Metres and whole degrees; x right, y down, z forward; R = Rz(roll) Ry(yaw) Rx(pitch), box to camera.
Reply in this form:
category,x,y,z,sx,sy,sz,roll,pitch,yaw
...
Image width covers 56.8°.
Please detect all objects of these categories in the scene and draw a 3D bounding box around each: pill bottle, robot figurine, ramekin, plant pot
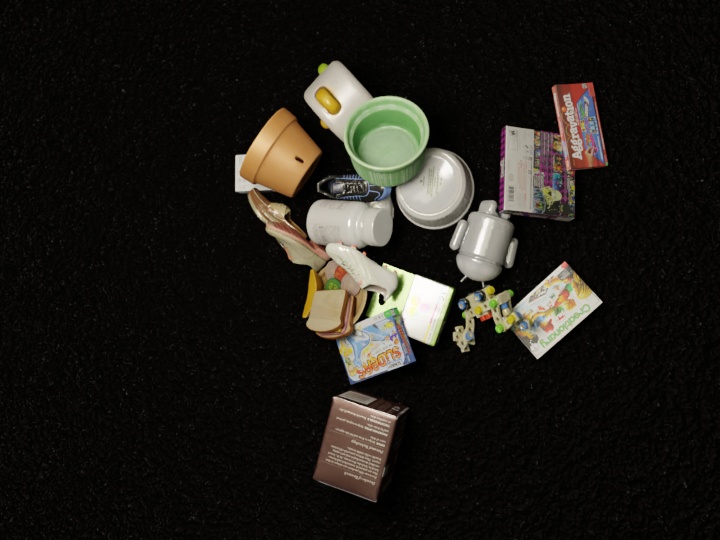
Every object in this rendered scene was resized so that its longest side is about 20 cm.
category,x,y,z,sx,sy,sz,roll,pitch,yaw
pill bottle,-0.025,-0.113,1.634,0.198,0.114,0.116,8,88,36
robot figurine,0.293,-0.062,1.573,0.167,0.113,0.203,16,91,-11
ramekin,0.062,-0.294,1.550,0.196,0.098,0.203,-3,65,6
plant pot,-0.187,-0.276,1.648,0.139,0.200,0.201,36,96,-2
ramekin,0.175,-0.205,1.624,0.199,0.094,0.206,-1,86,15

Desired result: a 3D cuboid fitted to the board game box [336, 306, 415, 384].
category,x,y,z,sx,sy,sz,roll,pitch,yaw
board game box,0.032,0.186,1.626,0.199,0.034,0.137,-28,78,39

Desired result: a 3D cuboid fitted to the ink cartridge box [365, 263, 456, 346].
category,x,y,z,sx,sy,sz,roll,pitch,yaw
ink cartridge box,0.117,0.081,1.631,0.197,0.076,0.150,20,92,14

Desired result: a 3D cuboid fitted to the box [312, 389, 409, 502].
category,x,y,z,sx,sy,sz,roll,pitch,yaw
box,0.006,0.411,1.594,0.162,0.166,0.203,14,90,15

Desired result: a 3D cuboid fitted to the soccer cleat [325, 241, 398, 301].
category,x,y,z,sx,sy,sz,roll,pitch,yaw
soccer cleat,0.000,0.000,1.603,0.198,0.069,0.078,28,68,-7

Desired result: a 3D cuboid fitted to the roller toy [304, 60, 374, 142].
category,x,y,z,sx,sy,sz,roll,pitch,yaw
roller toy,-0.045,-0.406,1.649,0.140,0.201,0.182,-44,121,9

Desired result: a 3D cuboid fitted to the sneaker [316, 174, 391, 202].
category,x,y,z,sx,sy,sz,roll,pitch,yaw
sneaker,-0.019,-0.199,1.622,0.198,0.077,0.071,6,105,41

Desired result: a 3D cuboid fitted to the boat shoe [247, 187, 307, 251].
category,x,y,z,sx,sy,sz,roll,pitch,yaw
boat shoe,-0.212,-0.139,1.737,0.074,0.076,0.201,-40,87,12

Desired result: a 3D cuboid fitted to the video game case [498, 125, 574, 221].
category,x,y,z,sx,sy,sz,roll,pitch,yaw
video game case,0.411,-0.224,1.544,0.178,0.036,0.204,5,81,-12

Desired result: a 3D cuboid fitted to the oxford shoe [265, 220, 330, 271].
category,x,y,z,sx,sy,sz,roll,pitch,yaw
oxford shoe,-0.163,-0.056,1.671,0.199,0.071,0.074,31,102,-29

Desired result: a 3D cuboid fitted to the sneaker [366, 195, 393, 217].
category,x,y,z,sx,sy,sz,roll,pitch,yaw
sneaker,0.042,-0.191,1.668,0.075,0.080,0.204,-2,88,13

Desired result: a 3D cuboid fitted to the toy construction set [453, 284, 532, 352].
category,x,y,z,sx,sy,sz,roll,pitch,yaw
toy construction set,0.295,0.109,1.560,0.199,0.092,0.132,-32,84,40

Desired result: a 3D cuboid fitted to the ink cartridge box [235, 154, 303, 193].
category,x,y,z,sx,sy,sz,roll,pitch,yaw
ink cartridge box,-0.237,-0.260,1.769,0.197,0.039,0.101,0,86,17

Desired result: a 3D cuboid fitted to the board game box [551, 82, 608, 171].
category,x,y,z,sx,sy,sz,roll,pitch,yaw
board game box,0.513,-0.337,1.557,0.101,0.019,0.204,-7,84,-13

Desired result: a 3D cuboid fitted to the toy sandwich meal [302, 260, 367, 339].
category,x,y,z,sx,sy,sz,roll,pitch,yaw
toy sandwich meal,-0.071,0.068,1.656,0.203,0.070,0.209,-12,69,32

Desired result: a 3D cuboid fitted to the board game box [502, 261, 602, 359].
category,x,y,z,sx,sy,sz,roll,pitch,yaw
board game box,0.447,0.094,1.562,0.200,0.035,0.127,-44,77,9
